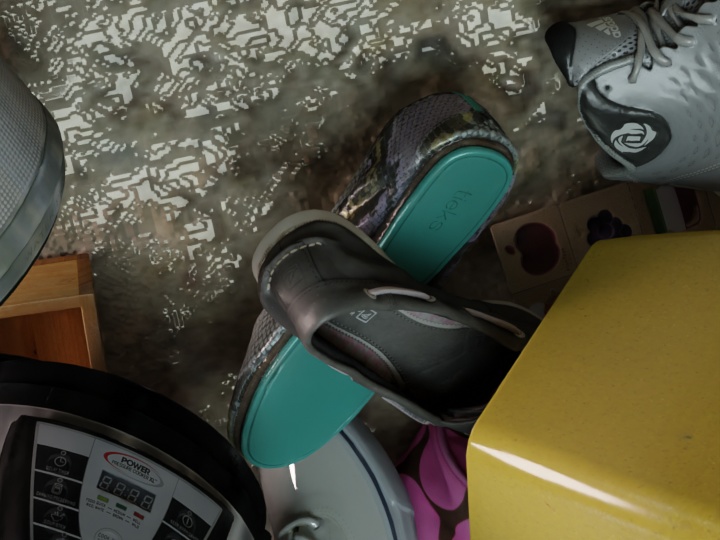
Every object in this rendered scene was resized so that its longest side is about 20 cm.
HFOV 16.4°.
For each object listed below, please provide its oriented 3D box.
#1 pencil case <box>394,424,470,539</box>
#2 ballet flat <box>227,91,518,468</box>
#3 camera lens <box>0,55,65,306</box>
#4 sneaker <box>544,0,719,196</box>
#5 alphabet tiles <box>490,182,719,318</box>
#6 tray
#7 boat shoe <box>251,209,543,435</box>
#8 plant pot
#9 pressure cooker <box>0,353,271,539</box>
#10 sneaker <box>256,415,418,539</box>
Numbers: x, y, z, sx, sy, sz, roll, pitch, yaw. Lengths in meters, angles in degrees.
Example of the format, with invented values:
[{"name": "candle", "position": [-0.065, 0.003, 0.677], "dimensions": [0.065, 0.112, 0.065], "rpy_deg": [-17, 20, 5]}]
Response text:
[{"name": "pencil case", "position": [0.026, 0.156, 1.212], "dimensions": [0.090, 0.094, 0.201], "rpy_deg": [27, 115, -9]}, {"name": "ballet flat", "position": [0.000, 0.000, 1.115], "dimensions": [0.072, 0.072, 0.201], "rpy_deg": [24, 118, -24]}, {"name": "camera lens", "position": [-0.224, -0.060, 0.975], "dimensions": [0.159, 0.160, 0.200], "rpy_deg": [-30, 125, 12]}, {"name": "sneaker", "position": [0.139, -0.113, 1.058], "dimensions": [0.115, 0.075, 0.201], "rpy_deg": [2, 125, -8]}, {"name": "alphabet tiles", "position": [0.168, 0.050, 1.157], "dimensions": [0.166, 0.008, 0.201], "rpy_deg": [-17, 96, 2]}, {"name": "tray", "position": [-0.161, 0.088, 1.169], "dimensions": [0.098, 0.037, 0.201], "rpy_deg": [-8, 127, -5]}, {"name": "boat shoe", "position": [0.032, 0.039, 1.076], "dimensions": [0.199, 0.057, 0.067], "rpy_deg": [28, 115, -40]}, {"name": "plant pot", "position": [0.151, 0.097, 1.042], "dimensions": [0.175, 0.200, 0.201], "rpy_deg": [18, 138, 23]}, {"name": "pressure cooker", "position": [-0.134, 0.134, 1.068], "dimensions": [0.177, 0.201, 0.176], "rpy_deg": [0, 138, 21]}, {"name": "sneaker", "position": [-0.012, 0.149, 1.147], "dimensions": [0.073, 0.201, 0.071], "rpy_deg": [-28, 165, 35]}]
